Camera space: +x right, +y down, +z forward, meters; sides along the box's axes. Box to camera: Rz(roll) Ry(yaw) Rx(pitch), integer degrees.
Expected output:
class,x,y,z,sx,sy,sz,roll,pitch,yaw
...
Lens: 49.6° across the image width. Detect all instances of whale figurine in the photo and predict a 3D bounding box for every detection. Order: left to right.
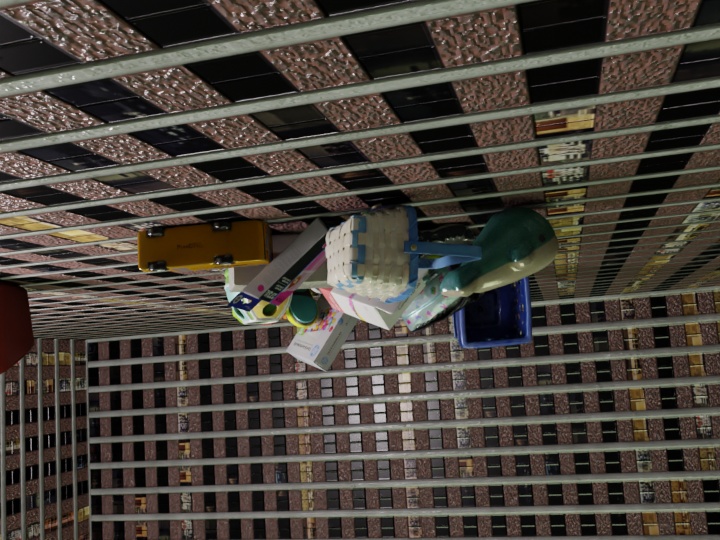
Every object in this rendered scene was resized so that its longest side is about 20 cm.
class,x,y,z,sx,sy,sz,roll,pitch,yaw
whale figurine,0.208,-0.029,1.207,0.199,0.105,0.159,-26,-174,-17

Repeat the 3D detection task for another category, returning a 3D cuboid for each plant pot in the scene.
class,x,y,z,sx,sy,sz,roll,pitch,yaw
plant pot,-0.822,0.120,1.683,0.198,0.202,0.176,-5,-177,14
plant pot,0.345,0.102,2.129,0.198,0.202,0.180,-4,179,-7

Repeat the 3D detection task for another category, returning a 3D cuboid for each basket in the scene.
class,x,y,z,sx,sy,sz,roll,pitch,yaw
basket,0.058,-0.024,1.150,0.198,0.141,0.176,8,170,-20

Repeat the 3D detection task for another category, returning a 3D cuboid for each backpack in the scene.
class,x,y,z,sx,sy,sz,roll,pitch,yaw
backpack,0.150,0.027,1.493,0.199,0.127,0.167,-37,177,26

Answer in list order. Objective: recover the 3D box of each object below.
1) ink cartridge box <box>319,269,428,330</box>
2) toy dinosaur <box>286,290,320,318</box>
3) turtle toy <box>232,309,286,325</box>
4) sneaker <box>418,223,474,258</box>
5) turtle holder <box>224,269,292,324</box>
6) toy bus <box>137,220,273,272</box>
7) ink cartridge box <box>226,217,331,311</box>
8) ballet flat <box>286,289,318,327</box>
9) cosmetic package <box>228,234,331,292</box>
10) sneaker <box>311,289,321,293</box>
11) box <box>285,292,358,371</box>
class,x,y,z,sx,sy,sz,roll,pitch,yaw
ink cartridge box,0.033,0.033,1.414,0.199,0.117,0.068,19,151,46
toy dinosaur,-0.161,0.060,1.968,0.180,0.106,0.199,17,-158,41
turtle toy,-0.265,0.095,2.089,0.145,0.102,0.199,-9,172,34
sneaker,0.100,-0.038,1.361,0.198,0.078,0.080,-3,-178,-5
turtle holder,-0.185,0.035,1.532,0.184,0.133,0.140,-9,171,37
toy bus,-0.241,-0.036,1.212,0.198,0.066,0.078,-5,174,7
ink cartridge box,-0.117,0.003,1.244,0.200,0.037,0.095,-41,164,5
ballet flat,-0.130,0.066,1.618,0.066,0.201,0.067,6,126,-19
cosmetic package,-0.128,-0.014,1.352,0.198,0.088,0.103,-3,174,-16
sneaker,-0.018,0.024,1.803,0.198,0.067,0.090,0,175,-11
box,-0.058,0.096,1.565,0.041,0.201,0.156,35,168,-23
